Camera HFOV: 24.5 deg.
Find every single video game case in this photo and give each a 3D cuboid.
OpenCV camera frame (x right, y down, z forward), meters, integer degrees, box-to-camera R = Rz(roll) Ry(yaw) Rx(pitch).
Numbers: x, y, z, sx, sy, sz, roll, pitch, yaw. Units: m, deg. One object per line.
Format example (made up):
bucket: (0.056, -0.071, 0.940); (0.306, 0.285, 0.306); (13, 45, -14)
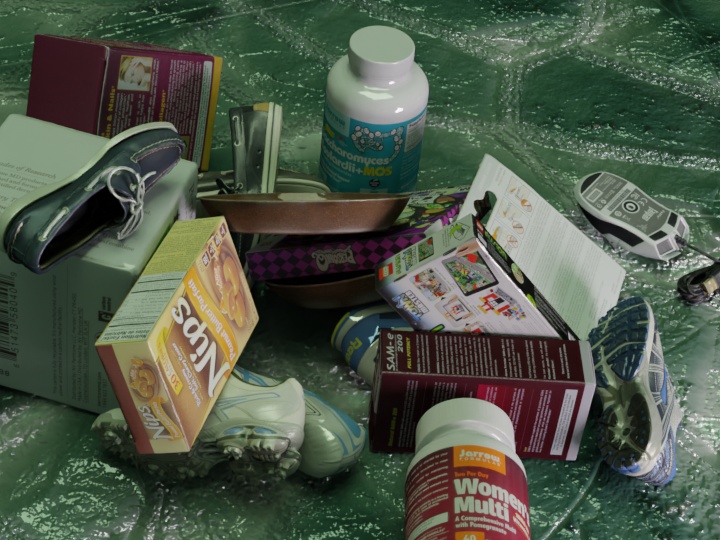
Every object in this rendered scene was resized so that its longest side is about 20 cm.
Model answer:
video game case: (0.010, -0.039, 1.666); (0.199, 0.036, 0.181); (-6, 16, 26)

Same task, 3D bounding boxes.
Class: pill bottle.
pill bottle: (0.014, -0.159, 1.777); (0.110, 0.201, 0.111); (3, 41, -3)
pill bottle: (0.092, 0.213, 1.437); (0.109, 0.110, 0.201); (5, 42, -2)

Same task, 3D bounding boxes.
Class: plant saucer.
plant saucer: (-0.052, -0.054, 1.558); (0.198, 0.035, 0.200); (0, 5, 0)
plant saucer: (0.000, 0.000, 1.668); (0.199, 0.037, 0.200); (-13, 13, 3)

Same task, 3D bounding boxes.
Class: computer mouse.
computer mouse: (0.319, -0.039, 1.804); (0.199, 0.044, 0.110); (35, 53, 21)

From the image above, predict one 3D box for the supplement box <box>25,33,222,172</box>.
supplement box: (-0.248, -0.173, 1.746); (0.103, 0.132, 0.200); (14, 10, 29)

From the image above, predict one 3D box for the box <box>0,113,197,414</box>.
box: (-0.275, -0.004, 1.567); (0.198, 0.200, 0.172); (14, 41, 6)

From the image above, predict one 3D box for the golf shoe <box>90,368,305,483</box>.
golf shoe: (-0.141, 0.134, 1.496); (0.198, 0.079, 0.098); (3, 53, 15)

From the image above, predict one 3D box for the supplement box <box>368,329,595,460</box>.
supplement box: (0.111, 0.117, 1.549); (0.198, 0.109, 0.061); (3, 42, -5)

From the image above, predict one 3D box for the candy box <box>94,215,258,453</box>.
candy box: (-0.156, 0.053, 1.453); (0.055, 0.116, 0.200); (-6, 31, 20)

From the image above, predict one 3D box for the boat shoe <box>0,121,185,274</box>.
boat shoe: (-0.222, -0.063, 1.436); (0.062, 0.075, 0.199); (35, 49, 27)

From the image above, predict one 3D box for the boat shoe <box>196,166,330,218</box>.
boat shoe: (-0.132, -0.087, 1.779); (0.198, 0.067, 0.057); (-7, 47, -10)

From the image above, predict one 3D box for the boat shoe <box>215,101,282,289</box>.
boat shoe: (-0.119, -0.076, 1.706); (0.062, 0.075, 0.202); (6, 85, -2)

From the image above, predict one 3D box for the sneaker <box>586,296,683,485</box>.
sneaker: (0.266, 0.119, 1.589); (0.077, 0.085, 0.201); (-23, 45, 33)

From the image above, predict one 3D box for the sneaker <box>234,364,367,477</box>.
sneaker: (-0.083, 0.133, 1.547); (0.199, 0.072, 0.072); (26, 18, 26)

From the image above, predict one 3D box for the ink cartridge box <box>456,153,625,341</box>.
ink cartridge box: (0.169, 0.000, 1.666); (0.200, 0.050, 0.163); (38, 42, -10)

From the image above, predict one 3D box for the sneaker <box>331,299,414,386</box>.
sneaker: (0.073, 0.063, 1.637); (0.199, 0.074, 0.082); (-19, 51, -18)

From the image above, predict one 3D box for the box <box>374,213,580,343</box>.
box: (0.113, 0.043, 1.546); (0.110, 0.200, 0.035); (-27, 37, 22)
